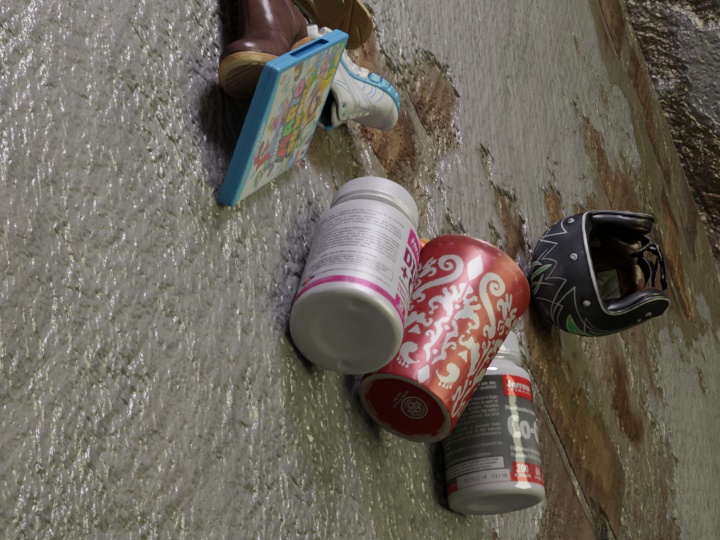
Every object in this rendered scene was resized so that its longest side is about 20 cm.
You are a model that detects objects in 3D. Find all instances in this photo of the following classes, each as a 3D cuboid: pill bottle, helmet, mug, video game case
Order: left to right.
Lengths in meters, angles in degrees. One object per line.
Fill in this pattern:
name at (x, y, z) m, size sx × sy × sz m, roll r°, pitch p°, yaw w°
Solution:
video game case at (-0.072, -0.151, 1.601) m, size 0.144 × 0.018 × 0.200 m, roll -68°, pitch 169°, yaw 23°
pill bottle at (0.000, 0.000, 1.672) m, size 0.200 × 0.113 × 0.114 m, roll -76°, pitch 145°, yaw -50°
mug at (0.090, 0.092, 1.786) m, size 0.178 × 0.133 × 0.200 m, roll 77°, pitch 33°, yaw -43°
pill bottle at (0.148, 0.176, 1.928) m, size 0.114 × 0.113 × 0.201 m, roll 34°, pitch 46°, yaw -59°
helmet at (0.340, 0.005, 2.401) m, size 0.200 × 0.190 × 0.201 m, roll 175°, pitch -90°, yaw -77°

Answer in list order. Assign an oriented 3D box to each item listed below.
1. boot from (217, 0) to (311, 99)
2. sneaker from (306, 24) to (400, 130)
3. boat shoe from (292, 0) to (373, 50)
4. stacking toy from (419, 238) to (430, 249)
boot at (-0.110, -0.257, 1.638) m, size 0.200 × 0.072 × 0.167 m, roll -4°, pitch 75°, yaw -72°
sneaker at (-0.024, -0.185, 1.806) m, size 0.200 × 0.075 × 0.087 m, roll 32°, pitch 56°, yaw -51°
boat shoe at (-0.064, -0.325, 1.796) m, size 0.200 × 0.071 × 0.065 m, roll 54°, pitch -5°, yaw -28°
stacking toy at (0.076, -0.003, 1.928) m, size 0.200 × 0.085 × 0.086 m, roll 22°, pitch 56°, yaw -55°
